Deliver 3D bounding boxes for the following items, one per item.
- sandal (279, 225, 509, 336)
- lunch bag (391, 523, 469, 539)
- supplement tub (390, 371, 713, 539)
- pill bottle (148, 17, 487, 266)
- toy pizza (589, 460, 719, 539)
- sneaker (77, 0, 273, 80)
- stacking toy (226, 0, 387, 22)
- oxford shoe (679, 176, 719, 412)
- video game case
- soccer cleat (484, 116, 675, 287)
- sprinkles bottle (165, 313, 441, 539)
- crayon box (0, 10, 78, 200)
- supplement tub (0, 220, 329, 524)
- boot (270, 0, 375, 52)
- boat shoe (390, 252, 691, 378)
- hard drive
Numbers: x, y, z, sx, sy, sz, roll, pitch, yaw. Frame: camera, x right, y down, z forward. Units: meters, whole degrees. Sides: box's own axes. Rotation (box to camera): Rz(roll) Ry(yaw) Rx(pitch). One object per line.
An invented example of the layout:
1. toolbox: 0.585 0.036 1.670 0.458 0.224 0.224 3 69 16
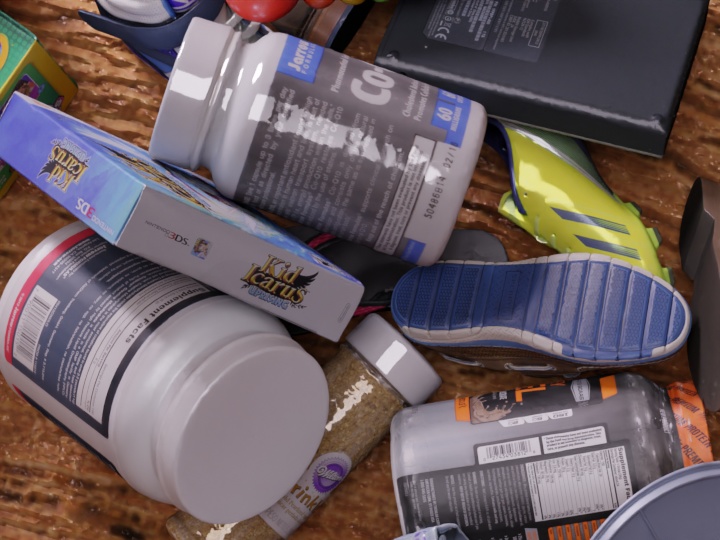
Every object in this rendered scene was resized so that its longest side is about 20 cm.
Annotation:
1. sandal: 0.000 0.000 1.619 0.199 0.045 0.075 -6 80 6
2. lunch bag: 0.024 0.270 1.481 0.169 0.127 0.200 -23 87 33
3. supplement tub: 0.125 0.133 1.537 0.199 0.123 0.123 -9 78 5
4. pill bottle: -0.028 -0.086 1.548 0.199 0.114 0.114 19 81 -4
5. toy pizza: 0.204 0.209 1.488 0.200 0.032 0.201 -8 110 -22
6. sneaker: -0.098 -0.154 1.609 0.200 0.146 0.081 36 81 13
7. stacking toy: 0.005 -0.209 1.574 0.199 0.085 0.086 -14 77 -14
8. oxford shoe: 0.246 0.015 1.533 0.071 0.071 0.200 14 42 -5
9. video game case: -0.119 -0.036 1.528 0.200 0.181 0.046 34 98 52
10. soccer cleat: 0.138 -0.035 1.595 0.084 0.065 0.200 -25 70 -15
11. sprinkles bottle: -0.037 0.120 1.589 0.200 0.068 0.068 -45 77 -2
12. crayon box: -0.281 -0.075 1.633 0.058 0.119 0.200 33 84 12
13. supplement tub: -0.129 0.062 1.542 0.200 0.140 0.140 32 84 40
14. boot: -0.010 -0.251 1.657 0.097 0.075 0.200 31 86 9
15. boat shoe: 0.123 0.032 1.558 0.199 0.072 0.072 7 67 26
16. hard drive: 0.123 -0.154 1.609 0.199 0.033 0.140 14 50 10
